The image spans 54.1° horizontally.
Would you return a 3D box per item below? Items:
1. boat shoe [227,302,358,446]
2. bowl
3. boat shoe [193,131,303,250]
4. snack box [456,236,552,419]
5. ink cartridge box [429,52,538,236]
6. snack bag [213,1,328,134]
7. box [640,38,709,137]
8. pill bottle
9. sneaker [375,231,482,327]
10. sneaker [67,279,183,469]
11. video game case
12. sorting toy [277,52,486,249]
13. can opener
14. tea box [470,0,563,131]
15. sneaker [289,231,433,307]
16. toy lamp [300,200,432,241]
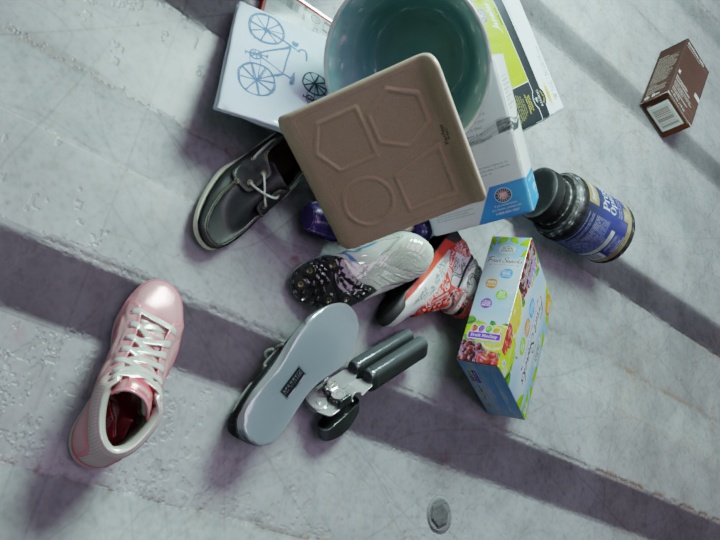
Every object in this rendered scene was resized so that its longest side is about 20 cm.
[{"bbox_3d":[-0.079,0.117,0.822,0.074,0.067,0.201,47,62,-23],"label":"boat shoe"},{"bbox_3d":[0.063,-0.247,0.841,0.204,0.198,0.105,58,24,-10],"label":"bowl"},{"bbox_3d":[-0.121,-0.104,0.837,0.201,0.067,0.073,-50,121,-28],"label":"boat shoe"},{"bbox_3d":[0.214,0.083,1.016,0.170,0.066,0.204,56,48,-47],"label":"snack box"},{"bbox_3d":[0.144,-0.168,0.949,0.084,0.142,0.205,-42,117,-62],"label":"ink cartridge box"},{"bbox_3d":[-0.074,-0.235,0.873,0.195,0.021,0.193,15,55,-19],"label":"snack bag"},{"bbox_3d":[0.683,-0.396,1.529,0.100,0.074,0.202,44,55,-20],"label":"box"},{"bbox_3d":[0.358,-0.094,1.180,0.197,0.111,0.115,21,67,-32],"label":"pill bottle"},{"bbox_3d":[0.108,0.037,0.984,0.109,0.067,0.202,51,52,-13],"label":"sneaker"},{"bbox_3d":[-0.216,0.095,0.699,0.074,0.104,0.204,31,61,-24],"label":"sneaker"},{"bbox_3d":[-0.087,-0.268,0.939,0.141,0.017,0.205,24,65,-31],"label":"video game case"},{"bbox_3d":[0.027,-0.131,0.811,0.037,0.195,0.188,-78,146,-54],"label":"sorting toy"},{"bbox_3d":[0.008,0.138,0.903,0.198,0.052,0.068,-31,132,-36],"label":"can opener"},{"bbox_3d":[0.176,-0.288,1.073,0.195,0.132,0.204,-30,97,-39],"label":"tea box"},{"bbox_3d":[0.000,0.000,0.910,0.195,0.072,0.074,-15,98,-20],"label":"sneaker"},{"bbox_3d":[0.010,-0.063,0.941,0.196,0.058,0.060,3,77,-37],"label":"toy lamp"}]
